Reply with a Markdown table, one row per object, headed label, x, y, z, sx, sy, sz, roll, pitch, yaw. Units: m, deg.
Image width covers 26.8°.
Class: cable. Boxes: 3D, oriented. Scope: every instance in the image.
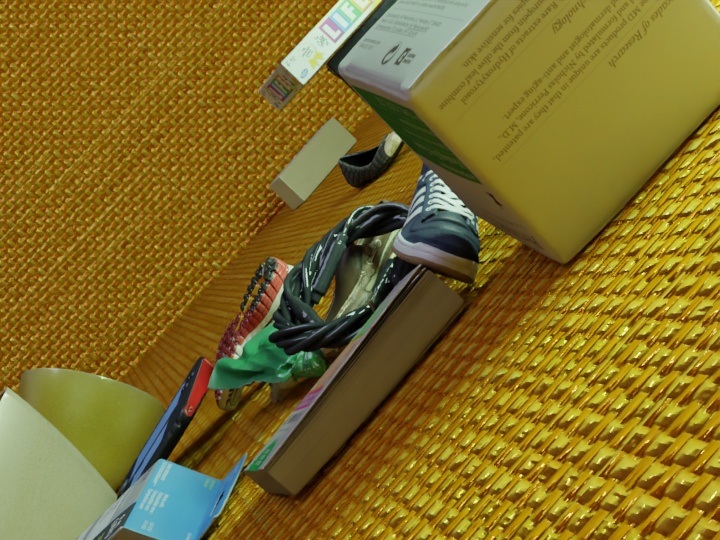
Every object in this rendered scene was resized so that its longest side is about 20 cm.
| label | x | y | z | sx | sy | sz | roll | pitch | yaw |
| --- | --- | --- | --- | --- | --- | --- | --- | --- | --- |
| cable | -0.004 | 0.009 | 1.395 | 0.163 | 0.051 | 0.200 | -21 | 32 | 27 |

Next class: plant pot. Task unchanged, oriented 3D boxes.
| label | x | y | z | sx | sy | sz | roll | pitch | yaw |
| --- | --- | --- | --- | --- | --- | --- | --- | --- | --- |
| plant pot | -0.375 | 0.232 | 2.029 | 0.200 | 0.200 | 0.142 | -33 | 42 | 60 |
| plant pot | -0.396 | 0.286 | 1.707 | 0.200 | 0.177 | 0.200 | -38 | 24 | 50 |

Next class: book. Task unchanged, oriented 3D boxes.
| label | x | y | z | sx | sy | sz | roll | pitch | yaw |
| --- | --- | --- | --- | --- | --- | --- | --- | --- | --- |
| book | -0.010 | 0.093 | 1.203 | 0.200 | 0.048 | 0.134 | -50 | 4 | -14 |

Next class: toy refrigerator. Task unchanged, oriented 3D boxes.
| label | x | y | z | sx | sy | sz | roll | pitch | yaw |
| --- | --- | --- | --- | --- | --- | --- | --- | --- | --- |
| toy refrigerator | -0.102 | -0.228 | 3.226 | 0.200 | 0.076 | 0.070 | -51 | 9 | -29 |

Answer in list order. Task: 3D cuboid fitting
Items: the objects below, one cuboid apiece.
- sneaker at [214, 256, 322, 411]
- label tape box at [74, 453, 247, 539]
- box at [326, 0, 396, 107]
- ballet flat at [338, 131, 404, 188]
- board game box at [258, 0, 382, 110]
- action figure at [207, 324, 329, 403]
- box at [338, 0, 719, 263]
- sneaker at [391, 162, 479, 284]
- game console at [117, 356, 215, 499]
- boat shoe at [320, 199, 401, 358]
| label | x | y | z | sx | sy | sz | roll | pitch | yaw |
| --- | --- | --- | --- | --- | --- | --- | --- | --- | --- |
| sneaker | -0.106 | 0.083 | 1.691 | 0.200 | 0.082 | 0.078 | -59 | 21 | 28 |
| label tape box | -0.200 | 0.240 | 1.379 | 0.200 | 0.066 | 0.143 | -46 | 7 | 17 |
| box | 0.107 | -0.238 | 1.656 | 0.200 | 0.198 | 0.123 | -43 | 7 | 24 |
| ballet flat | 0.017 | -0.180 | 2.393 | 0.066 | 0.057 | 0.200 | -51 | 9 | -28 |
| board game box | -0.023 | -0.268 | 1.651 | 0.200 | 0.034 | 0.134 | -49 | 6 | -14 |
| action figure | -0.077 | 0.091 | 1.520 | 0.118 | 0.055 | 0.200 | -47 | 14 | -16 |
| box | 0.124 | -0.146 | 1.079 | 0.200 | 0.171 | 0.199 | -47 | 19 | -1 |
| sneaker | 0.077 | -0.057 | 1.254 | 0.200 | 0.070 | 0.109 | -94 | 26 | -80 |
| game console | -0.231 | 0.203 | 1.727 | 0.200 | 0.031 | 0.177 | -58 | 4 | 17 |
| boat shoe | -0.004 | 0.003 | 1.487 | 0.075 | 0.075 | 0.202 | -40 | 10 | 42 |
